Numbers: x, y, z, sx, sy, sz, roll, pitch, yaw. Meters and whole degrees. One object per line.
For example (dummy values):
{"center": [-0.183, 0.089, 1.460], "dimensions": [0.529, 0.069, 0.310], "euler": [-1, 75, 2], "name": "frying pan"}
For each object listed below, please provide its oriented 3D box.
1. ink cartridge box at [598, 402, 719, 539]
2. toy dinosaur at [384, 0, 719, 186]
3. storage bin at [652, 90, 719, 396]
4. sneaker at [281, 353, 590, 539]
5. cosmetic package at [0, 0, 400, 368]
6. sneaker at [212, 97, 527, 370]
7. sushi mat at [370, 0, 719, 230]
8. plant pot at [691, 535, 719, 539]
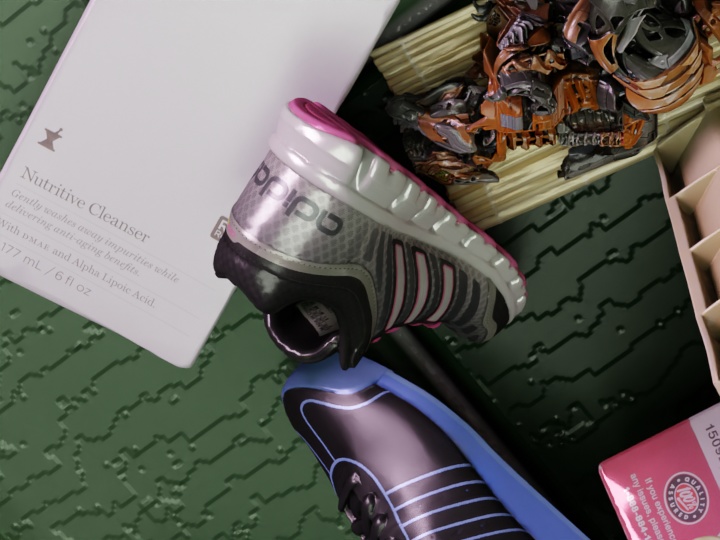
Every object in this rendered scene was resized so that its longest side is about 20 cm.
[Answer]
{"center": [0.223, 0.106, 1.065], "dimensions": [0.199, 0.083, 0.147], "euler": [-29, 66, 14], "name": "ink cartridge box"}
{"center": [0.100, -0.107, 1.016], "dimensions": [0.199, 0.102, 0.136], "euler": [-34, 123, -4], "name": "toy dinosaur"}
{"center": [0.229, -0.013, 0.982], "dimensions": [0.198, 0.200, 0.094], "euler": [-22, 119, 11], "name": "storage bin"}
{"center": [0.031, 0.116, 1.076], "dimensions": [0.200, 0.078, 0.070], "euler": [38, 152, 18], "name": "sneaker"}
{"center": [-0.068, -0.076, 1.039], "dimensions": [0.112, 0.081, 0.201], "euler": [26, 112, -6], "name": "cosmetic package"}
{"center": [0.000, 0.000, 1.022], "dimensions": [0.074, 0.200, 0.088], "euler": [40, 93, 28], "name": "sneaker"}
{"center": [0.113, -0.093, 1.061], "dimensions": [0.199, 0.012, 0.096], "euler": [-24, 108, 11], "name": "sushi mat"}
{"center": [0.225, 0.185, 0.933], "dimensions": [0.199, 0.187, 0.188], "euler": [-2, 114, -16], "name": "plant pot"}
